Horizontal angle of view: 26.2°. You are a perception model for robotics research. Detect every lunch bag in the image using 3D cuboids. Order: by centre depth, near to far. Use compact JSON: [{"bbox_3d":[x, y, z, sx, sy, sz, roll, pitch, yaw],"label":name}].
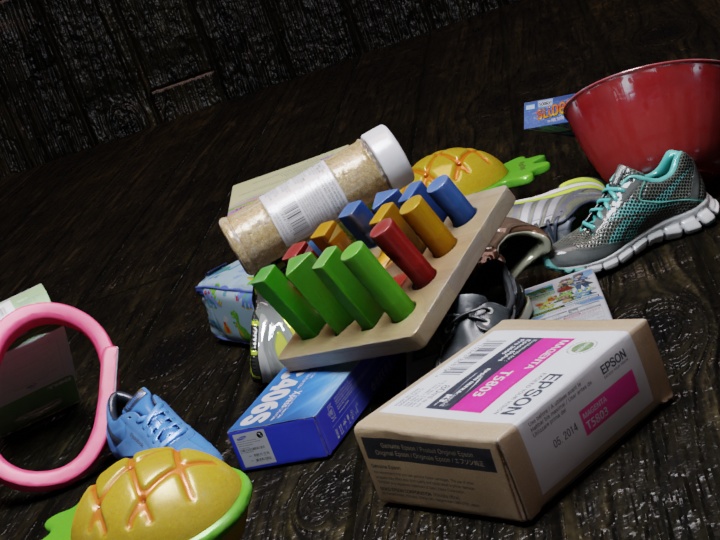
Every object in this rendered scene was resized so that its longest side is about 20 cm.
[{"bbox_3d":[-0.081,0.021,1.780,0.161,0.083,0.200,-27,18,-31],"label":"lunch bag"}]

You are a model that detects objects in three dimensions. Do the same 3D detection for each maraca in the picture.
[{"bbox_3d":[-0.177,0.201,1.221,0.200,0.107,0.137,-14,19,25],"label":"maraca"},{"bbox_3d":[0.130,-0.099,1.859,0.200,0.107,0.137,-19,17,5],"label":"maraca"}]

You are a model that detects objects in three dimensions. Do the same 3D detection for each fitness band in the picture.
[{"bbox_3d":[-0.319,0.128,1.572,0.143,0.200,0.037,4,-24,-2],"label":"fitness band"}]

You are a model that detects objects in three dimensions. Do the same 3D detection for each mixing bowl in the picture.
[{"bbox_3d":[0.331,-0.143,1.696,0.200,0.109,0.200,-8,-14,-2],"label":"mixing bowl"}]

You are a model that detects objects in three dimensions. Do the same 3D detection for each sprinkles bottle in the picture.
[{"bbox_3d":[-0.045,-0.072,1.582,0.200,0.068,0.068,-30,16,-3],"label":"sprinkles bottle"}]

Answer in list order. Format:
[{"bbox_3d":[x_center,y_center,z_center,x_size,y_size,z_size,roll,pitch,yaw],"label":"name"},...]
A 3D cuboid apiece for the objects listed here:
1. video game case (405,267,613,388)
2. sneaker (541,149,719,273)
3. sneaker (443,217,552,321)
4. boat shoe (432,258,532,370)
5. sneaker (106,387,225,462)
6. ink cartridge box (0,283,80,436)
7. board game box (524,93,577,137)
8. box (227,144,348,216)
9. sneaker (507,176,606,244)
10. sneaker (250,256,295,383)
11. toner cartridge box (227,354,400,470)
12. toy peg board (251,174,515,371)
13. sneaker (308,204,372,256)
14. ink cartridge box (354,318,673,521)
[{"bbox_3d":[0.139,0.063,1.472,0.200,0.022,0.182,-19,16,7],"label":"video game case"},{"bbox_3d":[0.269,-0.063,1.598,0.200,0.091,0.078,-25,15,-14],"label":"sneaker"},{"bbox_3d":[0.106,0.003,1.538,0.200,0.071,0.075,-36,25,-29],"label":"sneaker"},{"bbox_3d":[0.106,0.046,1.405,0.074,0.066,0.199,-10,20,31],"label":"boat shoe"},{"bbox_3d":[-0.194,0.159,1.468,0.066,0.079,0.200,-26,18,-25],"label":"sneaker"},{"bbox_3d":[-0.375,0.102,1.704,0.104,0.059,0.200,-26,-23,-16],"label":"ink cartridge box"},{"bbox_3d":[0.315,-0.183,1.872,0.200,0.035,0.135,4,-5,-40],"label":"board game box"},{"bbox_3d":[-0.078,-0.077,2.068,0.176,0.097,0.200,-19,15,3],"label":"box"},{"bbox_3d":[0.193,-0.044,1.673,0.200,0.074,0.081,-25,19,-10],"label":"sneaker"},{"bbox_3d":[-0.076,0.026,1.632,0.076,0.200,0.075,3,-21,-4],"label":"sneaker"},{"bbox_3d":[-0.041,0.118,1.472,0.095,0.043,0.200,-12,18,25],"label":"toner cartridge box"},{"bbox_3d":[0.010,-0.019,1.458,0.200,0.098,0.199,-13,35,48],"label":"toy peg board"},{"bbox_3d":[0.000,0.000,1.646,0.076,0.200,0.105,-3,-31,-43],"label":"sneaker"},{"bbox_3d":[0.122,0.112,1.234,0.200,0.075,0.165,-32,18,-38],"label":"ink cartridge box"}]
